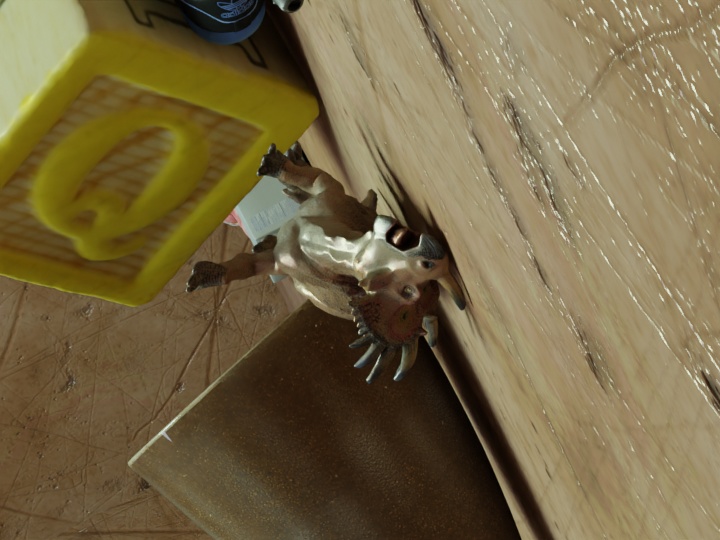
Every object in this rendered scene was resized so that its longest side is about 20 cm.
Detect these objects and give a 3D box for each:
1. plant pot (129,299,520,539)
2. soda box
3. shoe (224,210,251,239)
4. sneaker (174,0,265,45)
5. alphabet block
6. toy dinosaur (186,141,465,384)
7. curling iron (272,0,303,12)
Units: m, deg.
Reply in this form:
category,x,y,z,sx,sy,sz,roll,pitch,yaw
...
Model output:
category,x,y,z,sx,sy,sz,roll,pitch,yaw
plant pot,-0.001,0.126,1.313,0.200,0.187,0.187,49,176,1
soda box,-0.085,-0.092,1.741,0.201,0.063,0.068,61,176,32
shoe,-0.081,-0.057,1.870,0.091,0.072,0.200,31,-175,20
sneaker,-0.113,-0.223,1.259,0.201,0.070,0.078,56,172,9
alphabet block,-0.177,-0.125,1.367,0.196,0.195,0.201,14,-143,-46
toy dinosaur,0.000,0.000,1.173,0.135,0.086,0.200,27,-173,10
curling iron,-0.092,-0.199,1.191,0.200,0.049,0.026,49,147,26
